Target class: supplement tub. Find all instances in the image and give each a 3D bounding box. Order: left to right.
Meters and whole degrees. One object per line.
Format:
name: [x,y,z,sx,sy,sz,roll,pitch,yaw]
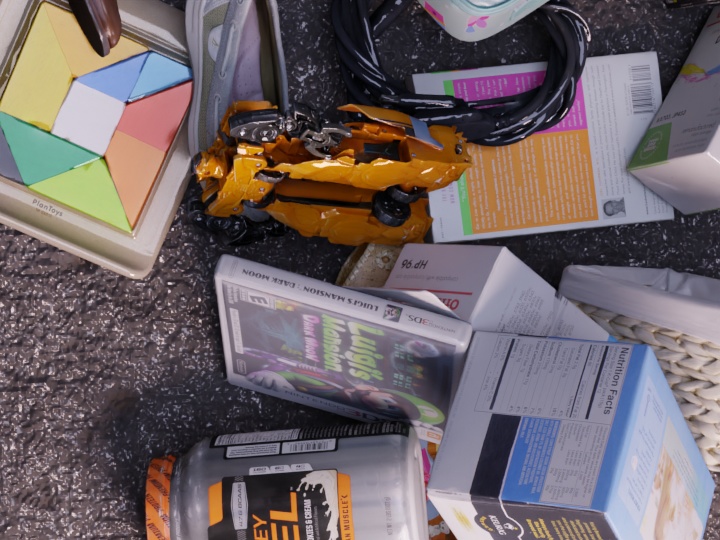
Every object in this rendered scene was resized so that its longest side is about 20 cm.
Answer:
supplement tub: [-0.053,0.179,1.616,0.199,0.123,0.123,-6,95,6]

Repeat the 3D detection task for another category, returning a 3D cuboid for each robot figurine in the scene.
robot figurine: [-0.029,-0.071,1.578,0.199,0.145,0.058,7,48,-24]

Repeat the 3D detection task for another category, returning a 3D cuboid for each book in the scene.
book: [0.140,-0.096,1.695,0.199,0.048,0.134,-6,91,-12]

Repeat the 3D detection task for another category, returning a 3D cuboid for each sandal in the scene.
sandal: [0.001,0.001,1.654,0.211,0.078,0.070,-8,101,-7]

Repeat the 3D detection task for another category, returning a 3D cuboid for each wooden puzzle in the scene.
wooden puzzle: [-0.204,-0.117,1.622,0.184,0.037,0.201,24,88,-12]

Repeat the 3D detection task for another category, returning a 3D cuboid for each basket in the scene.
basket: [0.255,0.073,1.639,0.135,0.200,0.124,2,99,-41]

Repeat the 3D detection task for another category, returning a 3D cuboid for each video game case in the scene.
video game case: [-0.013,0.061,1.573,0.181,0.200,0.023,15,66,6]

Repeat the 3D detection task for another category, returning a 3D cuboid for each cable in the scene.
cable: [0.077,-0.173,1.657,0.199,0.051,0.164,-9,70,-11]

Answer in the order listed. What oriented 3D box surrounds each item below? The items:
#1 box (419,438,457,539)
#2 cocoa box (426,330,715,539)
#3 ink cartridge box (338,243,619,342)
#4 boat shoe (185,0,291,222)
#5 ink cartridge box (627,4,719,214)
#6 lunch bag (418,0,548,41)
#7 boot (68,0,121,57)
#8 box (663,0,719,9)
box: [0.081,0.137,1.698,0.136,0.039,0.201,-8,95,-11]
cocoa box: [0.150,0.150,1.500,0.131,0.200,0.134,3,58,27]
ink cartridge box: [0.092,0.039,1.575,0.200,0.116,0.068,38,69,-32]
boat shoe: [-0.083,-0.122,1.612,0.074,0.065,0.203,-18,114,-34]
ink cartridge box: [0.298,-0.147,1.671,0.067,0.117,0.201,35,73,-18]
lunch bag: [0.113,-0.274,1.631,0.200,0.077,0.161,-36,77,-16]
boot: [-0.127,-0.262,1.602,0.199,0.064,0.187,-14,78,-14]
box: [0.236,-0.298,1.644,0.044,0.160,0.201,-26,98,-8]
